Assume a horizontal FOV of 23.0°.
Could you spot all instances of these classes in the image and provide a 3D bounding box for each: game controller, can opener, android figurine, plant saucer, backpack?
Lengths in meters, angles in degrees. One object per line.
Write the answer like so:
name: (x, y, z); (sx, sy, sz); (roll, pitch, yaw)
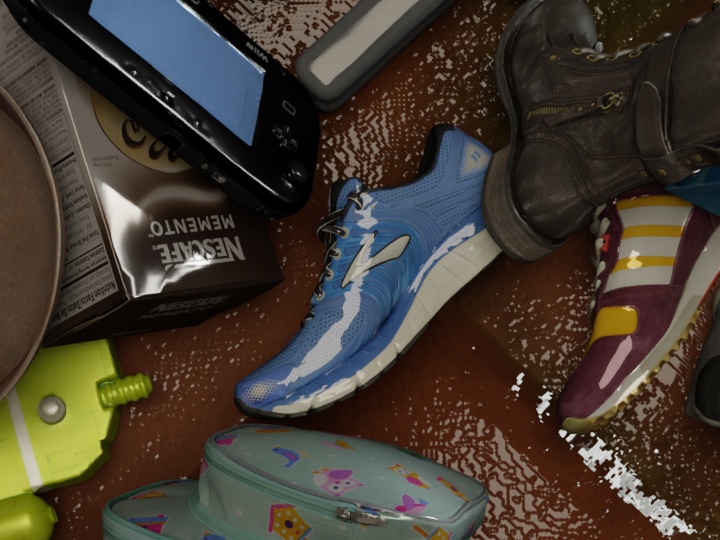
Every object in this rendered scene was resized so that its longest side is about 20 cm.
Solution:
game controller: (-0.097, -0.111, 0.902); (0.200, 0.042, 0.104); (39, 44, -28)
can opener: (0.050, -0.157, 0.992); (0.200, 0.053, 0.066); (-38, 82, -6)
android figurine: (-0.214, 0.069, 0.959); (0.200, 0.041, 0.182); (-15, 79, -1)
plant saucer: (-0.225, -0.012, 0.903); (0.200, 0.034, 0.200); (-1, 88, 28)
backpack: (-0.034, 0.156, 0.869); (0.200, 0.176, 0.153); (5, 94, 13)

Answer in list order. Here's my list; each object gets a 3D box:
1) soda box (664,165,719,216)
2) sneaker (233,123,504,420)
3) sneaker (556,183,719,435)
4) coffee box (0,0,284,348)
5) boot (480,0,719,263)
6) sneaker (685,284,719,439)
soda box: (0.261, -0.037, 0.920); (0.200, 0.068, 0.064); (23, 78, -23)
sneaker: (0.000, 0.000, 0.946); (0.089, 0.079, 0.200); (46, 74, -6)
sneaker: (0.147, -0.006, 0.956); (0.090, 0.075, 0.200); (35, 73, 4)
coffee box: (-0.132, -0.069, 0.937); (0.080, 0.113, 0.200); (-27, 78, 40)
boot: (0.149, -0.099, 0.902); (0.069, 0.174, 0.200); (34, 47, -27)
sneaker: (0.235, 0.052, 0.878); (0.075, 0.200, 0.116); (38, 67, -17)
